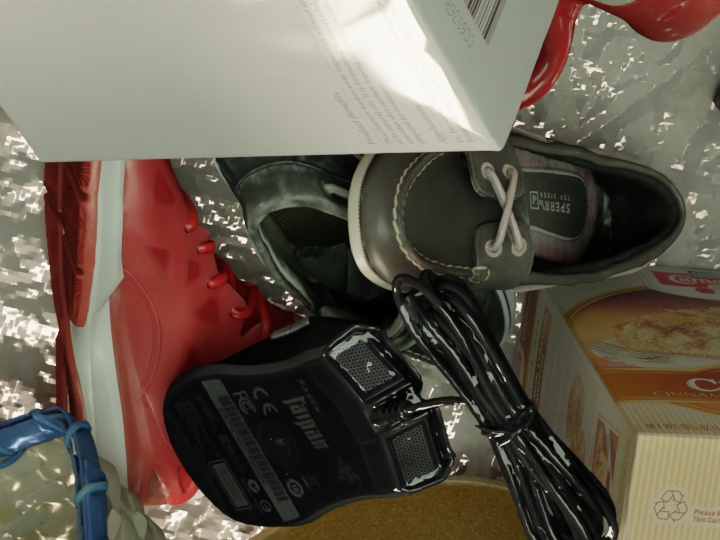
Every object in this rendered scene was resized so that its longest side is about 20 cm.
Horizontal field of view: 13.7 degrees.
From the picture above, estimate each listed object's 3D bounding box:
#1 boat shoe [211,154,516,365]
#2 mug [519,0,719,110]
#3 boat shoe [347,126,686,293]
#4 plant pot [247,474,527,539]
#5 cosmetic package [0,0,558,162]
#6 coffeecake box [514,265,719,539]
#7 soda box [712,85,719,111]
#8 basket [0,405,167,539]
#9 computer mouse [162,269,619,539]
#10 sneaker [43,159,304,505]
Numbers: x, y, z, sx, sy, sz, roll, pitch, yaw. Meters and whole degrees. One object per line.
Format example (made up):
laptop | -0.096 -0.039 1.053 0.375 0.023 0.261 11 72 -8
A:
boat shoe | 0.000 0.000 1.144 0.072 0.071 0.200 -23 144 22
mug | 0.040 -0.156 1.076 0.199 0.133 0.178 18 84 -23
boat shoe | 0.062 -0.025 1.126 0.057 0.200 0.067 -4 89 28
plant pot | 0.033 0.220 1.221 0.186 0.187 0.201 -17 124 -2
cosmetic package | -0.046 -0.101 1.026 0.199 0.081 0.113 2 143 30
coffeecake box | 0.152 0.064 1.158 0.153 0.200 0.073 4 108 -10
soda box | 0.243 -0.037 1.205 0.200 0.068 0.064 30 103 -15
basket | -0.153 0.129 1.105 0.139 0.177 0.200 -25 131 20
computer mouse | 0.017 0.071 1.109 0.046 0.200 0.141 -40 99 -38
sneaker | -0.062 0.001 1.183 0.115 0.078 0.201 -5 122 -15
